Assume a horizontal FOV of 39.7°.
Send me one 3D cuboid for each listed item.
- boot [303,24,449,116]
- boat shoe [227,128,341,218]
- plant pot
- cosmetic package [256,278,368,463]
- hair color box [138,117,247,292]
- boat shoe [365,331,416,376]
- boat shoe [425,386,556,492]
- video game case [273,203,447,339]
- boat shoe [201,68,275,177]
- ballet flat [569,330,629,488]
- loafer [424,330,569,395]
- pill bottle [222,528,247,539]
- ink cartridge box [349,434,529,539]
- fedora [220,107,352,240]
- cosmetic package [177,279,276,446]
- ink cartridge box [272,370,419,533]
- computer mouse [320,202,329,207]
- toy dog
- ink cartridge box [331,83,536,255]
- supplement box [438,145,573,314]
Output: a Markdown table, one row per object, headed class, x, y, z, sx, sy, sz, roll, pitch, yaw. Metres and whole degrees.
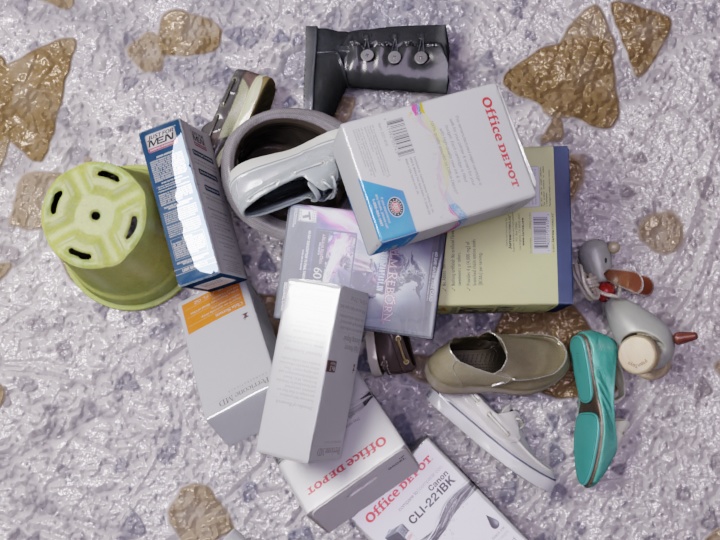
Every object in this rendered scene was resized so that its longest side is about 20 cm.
| class | x | y | z | sx | sy | sz | roll | pitch | yaw |
| --- | --- | --- | --- | --- | --- | --- | --- | --- | --- |
| boot | 0.022 | -0.251 | 1.352 | 0.198 | 0.066 | 0.167 | 2 | 85 | -2 |
| boat shoe | -0.060 | -0.112 | 1.216 | 0.199 | 0.070 | 0.072 | -18 | 61 | -2 |
| plant pot | -0.315 | -0.056 | 1.276 | 0.198 | 0.184 | 0.202 | 0 | 83 | 3 |
| cosmetic package | -0.052 | 0.115 | 1.148 | 0.073 | 0.102 | 0.202 | 7 | 86 | 21 |
| hair color box | -0.209 | -0.079 | 1.251 | 0.060 | 0.100 | 0.202 | -17 | 81 | 11 |
| boat shoe | 0.034 | 0.036 | 1.305 | 0.059 | 0.072 | 0.202 | -6 | 87 | 11 |
| boat shoe | 0.179 | 0.202 | 1.286 | 0.200 | 0.072 | 0.066 | 39 | 90 | 14 |
| video game case | 0.000 | 0.000 | 1.215 | 0.198 | 0.019 | 0.144 | 7 | 85 | 11 |
| boat shoe | -0.183 | -0.178 | 1.348 | 0.066 | 0.072 | 0.202 | 26 | 87 | 17 |
| ballet flat | 0.313 | 0.178 | 1.285 | 0.070 | 0.067 | 0.202 | 0 | 85 | -16 |
| loafer | 0.182 | 0.115 | 1.267 | 0.198 | 0.068 | 0.076 | -6 | 57 | -18 |
| pill bottle | -0.112 | 0.421 | 1.246 | 0.200 | 0.111 | 0.112 | 41 | 86 | 6 |
| ink cartridge box | 0.102 | 0.329 | 1.263 | 0.144 | 0.084 | 0.200 | -45 | 82 | -4 |
| fedora | -0.084 | -0.117 | 1.303 | 0.198 | 0.090 | 0.178 | 15 | 78 | -1 |
| cosmetic package | -0.157 | 0.107 | 1.254 | 0.101 | 0.071 | 0.201 | -27 | 47 | 2 |
| ink cartridge box | -0.040 | 0.199 | 1.244 | 0.144 | 0.084 | 0.200 | -34 | 54 | -2 |
| computer mouse | -0.048 | -0.029 | 1.344 | 0.058 | 0.034 | 0.201 | -20 | 76 | -2 |
| toy dog | 0.358 | 0.045 | 1.277 | 0.096 | 0.132 | 0.201 | -28 | 92 | 21 |
| ink cartridge box | 0.085 | -0.118 | 1.163 | 0.198 | 0.085 | 0.146 | -17 | 82 | -12 |
| supplement box | 0.161 | -0.047 | 1.281 | 0.198 | 0.134 | 0.202 | -1 | 83 | 2 |
